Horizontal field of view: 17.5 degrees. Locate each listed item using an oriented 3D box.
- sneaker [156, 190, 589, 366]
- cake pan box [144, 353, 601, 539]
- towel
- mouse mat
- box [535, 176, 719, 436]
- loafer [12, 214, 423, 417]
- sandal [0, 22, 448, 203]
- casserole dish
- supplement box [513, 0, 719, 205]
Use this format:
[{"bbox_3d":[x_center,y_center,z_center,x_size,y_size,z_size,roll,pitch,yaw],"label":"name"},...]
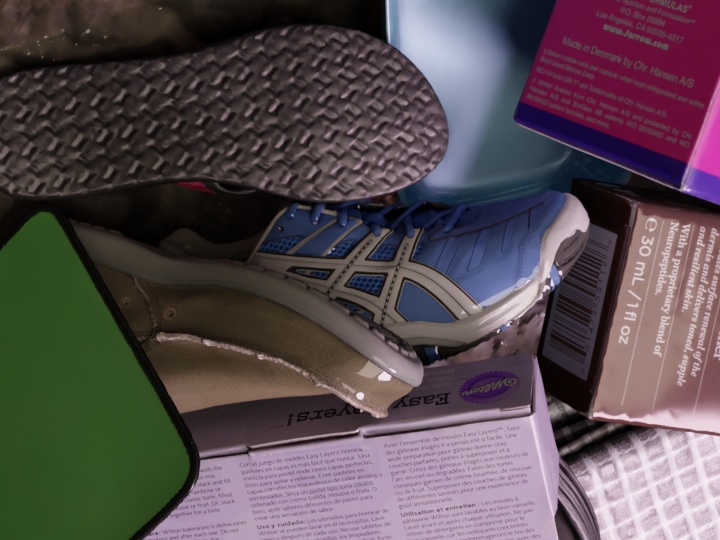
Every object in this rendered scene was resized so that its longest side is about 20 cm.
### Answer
[{"bbox_3d":[0.000,0.000,1.001,0.199,0.076,0.077,-17,108,15],"label":"sneaker"},{"bbox_3d":[0.002,0.133,0.987,0.199,0.052,0.185,-10,120,11],"label":"cake pan box"},{"bbox_3d":[0.119,0.153,1.153,0.165,0.086,0.200,-25,122,-10],"label":"towel"},{"bbox_3d":[-0.160,0.088,0.947,0.200,0.161,0.008,-43,145,14],"label":"mouse mat"},{"bbox_3d":[0.187,0.025,1.056,0.199,0.075,0.100,8,99,-21],"label":"box"},{"bbox_3d":[-0.064,0.032,0.953,0.075,0.200,0.070,30,77,-55],"label":"loafer"},{"bbox_3d":[-0.063,-0.064,0.987,0.199,0.045,0.075,-2,91,-5],"label":"sandal"},{"bbox_3d":[0.063,-0.100,1.027,0.121,0.039,0.201,-13,119,-16],"label":"casserole dish"},{"bbox_3d":[0.161,-0.131,0.978,0.101,0.103,0.200,15,98,-47],"label":"supplement box"}]
